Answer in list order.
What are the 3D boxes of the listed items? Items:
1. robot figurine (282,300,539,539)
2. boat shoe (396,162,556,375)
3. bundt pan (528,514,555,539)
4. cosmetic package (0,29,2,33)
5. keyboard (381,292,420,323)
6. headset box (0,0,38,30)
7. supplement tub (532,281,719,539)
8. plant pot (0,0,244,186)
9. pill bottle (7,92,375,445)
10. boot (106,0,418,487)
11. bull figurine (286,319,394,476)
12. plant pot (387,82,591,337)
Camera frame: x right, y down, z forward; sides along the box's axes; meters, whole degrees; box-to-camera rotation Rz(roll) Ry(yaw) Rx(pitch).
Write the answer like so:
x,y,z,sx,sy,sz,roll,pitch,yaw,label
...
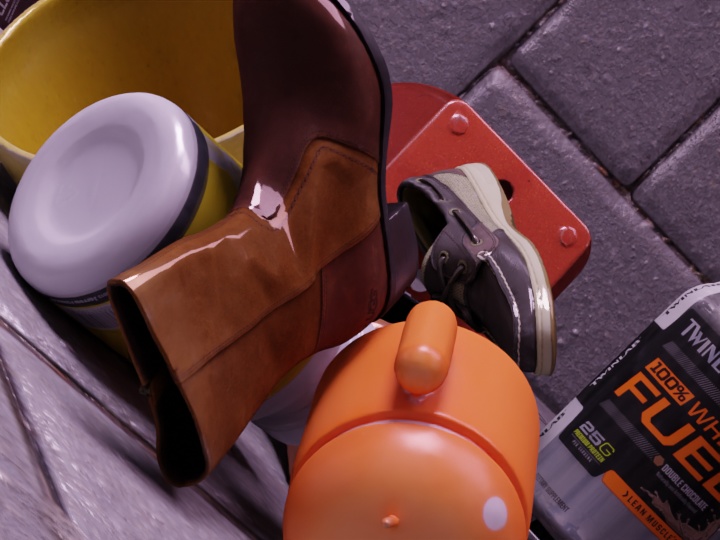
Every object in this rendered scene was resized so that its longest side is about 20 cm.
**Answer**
x,y,z,sx,sy,sz,roll,pitch,yaw,label
0.026,0.101,1.129,0.117,0.144,0.200,40,24,-11,robot figurine
0.068,0.001,1.463,0.201,0.066,0.072,-111,-162,-55,boat shoe
0.092,0.185,1.430,0.202,0.076,0.202,46,3,-3,bundt pan
-0.214,-0.177,1.689,0.200,0.104,0.073,50,5,34,cosmetic package
0.000,0.000,1.476,0.200,0.040,0.104,36,-19,-1,keyboard
-0.136,-0.165,1.546,0.200,0.075,0.149,44,39,11,headset box
0.195,0.094,1.427,0.123,0.200,0.123,45,4,-4,supplement tub
-0.099,-0.064,1.336,0.200,0.199,0.142,50,-20,49,plant pot
-0.075,0.007,1.203,0.200,0.112,0.112,42,5,-43,pill bottle
-0.060,-0.029,1.091,0.068,0.200,0.189,4,-64,32,boot
-0.003,0.063,1.383,0.200,0.121,0.065,-101,-172,-51,bull figurine
0.042,-0.010,1.634,0.200,0.200,0.176,45,-16,-5,plant pot
